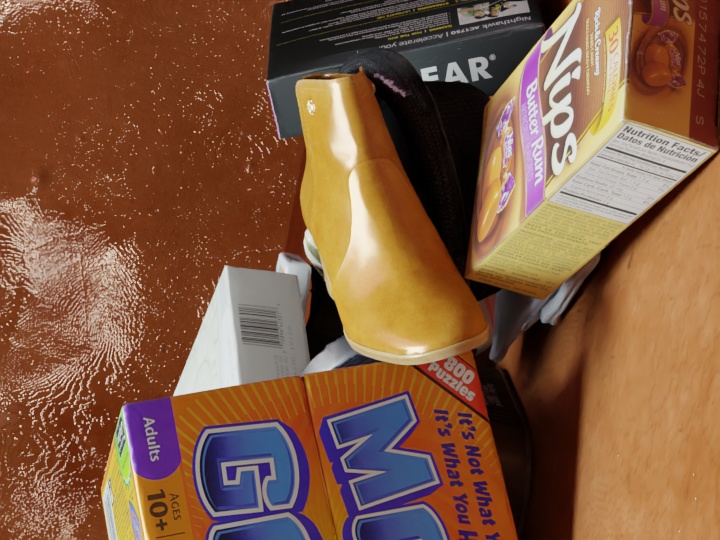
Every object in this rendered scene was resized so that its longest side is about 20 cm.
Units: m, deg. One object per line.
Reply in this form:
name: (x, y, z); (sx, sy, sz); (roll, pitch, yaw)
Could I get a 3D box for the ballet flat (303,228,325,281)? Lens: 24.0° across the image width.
ballet flat: (0.000, 0.000, 1.218); (0.068, 0.075, 0.200); (-49, 47, 17)

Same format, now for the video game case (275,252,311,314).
video game case: (-0.066, 0.090, 1.322); (0.182, 0.023, 0.202); (-147, 66, -84)

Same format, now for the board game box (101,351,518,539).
board game box: (-0.030, 0.182, 0.969); (0.200, 0.198, 0.201); (121, 139, -67)

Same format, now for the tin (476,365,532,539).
tin: (0.073, 0.132, 1.111); (0.200, 0.041, 0.113); (-105, 23, -74)

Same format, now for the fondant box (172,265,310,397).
fondant box: (-0.091, 0.118, 1.198); (0.201, 0.058, 0.145); (115, 155, -43)

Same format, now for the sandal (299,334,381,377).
sandal: (-0.005, 0.074, 1.075); (0.200, 0.076, 0.043); (79, 169, -71)

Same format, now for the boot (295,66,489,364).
boot: (0.006, -0.038, 0.955); (0.201, 0.070, 0.145); (-143, 40, -65)

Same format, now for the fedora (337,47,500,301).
fedora: (0.050, -0.045, 1.067); (0.201, 0.091, 0.202); (43, 140, 50)

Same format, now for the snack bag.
snack bag: (0.122, -0.051, 1.065); (0.200, 0.021, 0.190); (116, 164, -63)

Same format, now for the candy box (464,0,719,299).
candy box: (0.120, -0.077, 0.894); (0.200, 0.056, 0.118); (132, 150, -59)

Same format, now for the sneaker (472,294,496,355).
sneaker: (0.082, -0.044, 1.225); (0.202, 0.104, 0.075); (69, 157, 12)

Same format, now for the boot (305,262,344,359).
boot: (-0.025, 0.024, 1.317); (0.097, 0.074, 0.201); (64, -145, -43)

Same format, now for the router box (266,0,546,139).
router box: (0.033, -0.165, 1.224); (0.150, 0.198, 0.051); (-90, -12, -60)
